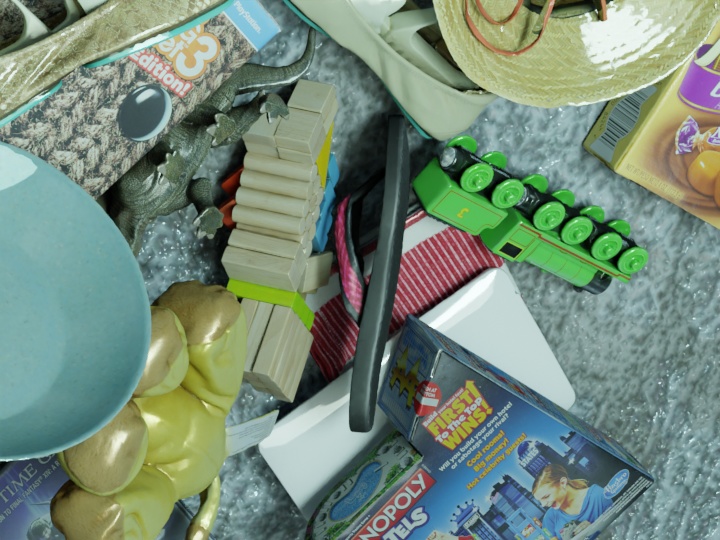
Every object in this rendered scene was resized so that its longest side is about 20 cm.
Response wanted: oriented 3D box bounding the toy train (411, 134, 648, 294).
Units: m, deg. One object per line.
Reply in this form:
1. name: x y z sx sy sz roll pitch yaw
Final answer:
1. toy train: 0.112 -0.030 1.451 0.200 0.042 0.056 25 116 -41

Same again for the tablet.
1. tablet: 0.040 0.099 1.484 0.200 0.014 0.130 -36 121 -6

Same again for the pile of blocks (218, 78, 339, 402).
1. pile of blocks: -0.057 -0.021 1.391 0.062 0.082 0.201 12 96 18

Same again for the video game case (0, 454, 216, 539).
1. video game case: -0.159 0.195 1.382 0.143 0.200 0.019 -44 163 1

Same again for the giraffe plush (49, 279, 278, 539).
1. giraffe plush: -0.161 0.070 1.316 0.200 0.162 0.173 17 93 -68

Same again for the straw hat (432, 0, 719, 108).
1. straw hat: 0.126 -0.202 1.363 0.200 0.085 0.202 -7 116 -14

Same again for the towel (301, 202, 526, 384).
1. towel: 0.048 0.054 1.487 0.144 0.023 0.201 -32 122 -7

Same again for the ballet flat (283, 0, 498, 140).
1. ballet flat: 0.018 -0.154 1.346 0.070 0.069 0.200 -47 128 3

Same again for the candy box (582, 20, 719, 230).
1. candy box: 0.249 -0.134 1.466 0.116 0.056 0.201 25 100 -30

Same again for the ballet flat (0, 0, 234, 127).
1. ballet flat: -0.161 -0.127 1.172 0.199 0.070 0.066 -30 108 -12

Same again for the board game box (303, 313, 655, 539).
1. board game box: 0.060 0.135 1.465 0.200 0.062 0.200 -43 121 -1

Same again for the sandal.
1. sandal: 0.000 0.000 1.395 0.045 0.075 0.201 9 91 7

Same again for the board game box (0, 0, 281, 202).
1. board game box: -0.177 -0.136 1.255 0.200 0.097 0.159 -43 123 1

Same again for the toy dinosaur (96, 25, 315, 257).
1. toy dinosaur: -0.106 -0.081 1.319 0.077 0.102 0.201 38 81 -42

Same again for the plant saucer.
1. plant saucer: -0.209 0.018 1.169 0.200 0.202 0.039 9 145 -27
